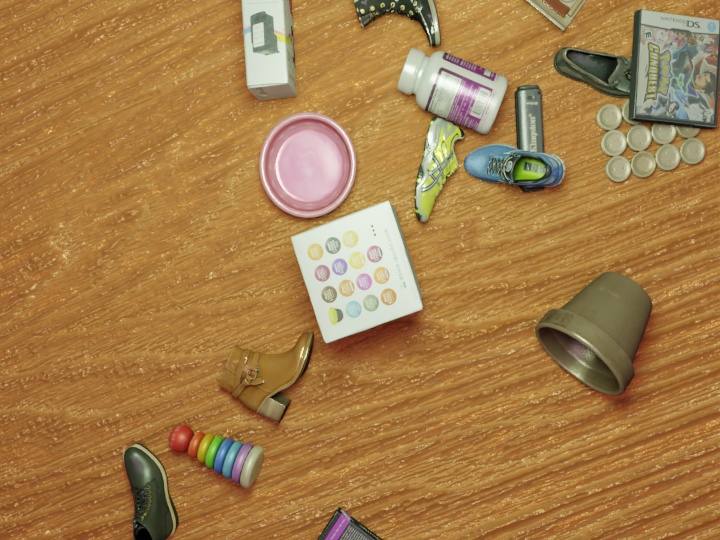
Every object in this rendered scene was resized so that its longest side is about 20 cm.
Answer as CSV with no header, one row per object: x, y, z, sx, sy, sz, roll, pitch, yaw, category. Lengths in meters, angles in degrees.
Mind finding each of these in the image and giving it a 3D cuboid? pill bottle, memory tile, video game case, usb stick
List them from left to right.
0.174,-0.349,1.412,0.195,0.112,0.115,23,95,3,pill bottle
0.332,-0.257,1.444,0.054,0.033,0.207,-3,92,5,usb stick
0.565,-0.264,1.436,0.194,0.017,0.158,-13,92,4,memory tile
0.597,-0.380,1.395,0.175,0.025,0.207,4,90,-11,video game case

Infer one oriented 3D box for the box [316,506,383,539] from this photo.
-0.005,0.606,1.515,0.198,0.036,0.145,36,96,3,box

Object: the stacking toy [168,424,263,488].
-0.300,0.369,1.509,0.195,0.085,0.088,19,94,10,stacking toy

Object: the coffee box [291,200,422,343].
0.000,0.000,1.399,0.193,0.200,0.205,-18,91,6,coffee box

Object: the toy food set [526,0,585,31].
0.393,-0.584,1.409,0.142,0.060,0.202,37,95,2,toy food set

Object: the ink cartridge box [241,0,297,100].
-0.173,-0.443,1.415,0.080,0.146,0.207,-3,93,2,ink cartridge box

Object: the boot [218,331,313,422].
-0.189,0.188,1.495,0.152,0.077,0.204,28,102,6,boot

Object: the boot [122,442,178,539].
-0.438,0.459,1.487,0.076,0.138,0.204,-28,90,5,boot

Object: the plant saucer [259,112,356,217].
-0.103,-0.209,1.471,0.194,0.051,0.207,0,93,5,plant saucer

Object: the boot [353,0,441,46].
0.066,-0.510,1.430,0.147,0.073,0.205,-20,88,4,boot

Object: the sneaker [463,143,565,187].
0.285,-0.203,1.402,0.195,0.088,0.081,9,98,31,sneaker

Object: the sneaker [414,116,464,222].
0.151,-0.193,1.441,0.074,0.075,0.206,13,95,4,sneaker

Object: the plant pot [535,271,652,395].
0.455,0.102,1.392,0.199,0.200,0.176,40,77,1,plant pot

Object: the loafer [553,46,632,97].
0.469,-0.382,1.412,0.194,0.063,0.074,15,94,3,loafer
